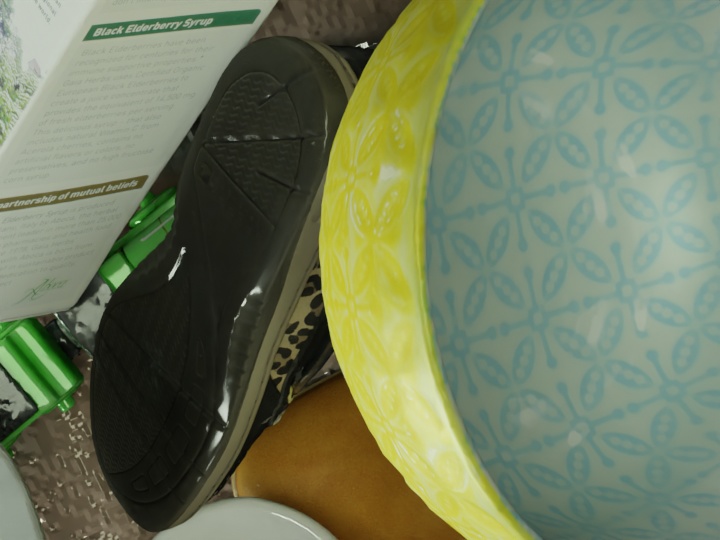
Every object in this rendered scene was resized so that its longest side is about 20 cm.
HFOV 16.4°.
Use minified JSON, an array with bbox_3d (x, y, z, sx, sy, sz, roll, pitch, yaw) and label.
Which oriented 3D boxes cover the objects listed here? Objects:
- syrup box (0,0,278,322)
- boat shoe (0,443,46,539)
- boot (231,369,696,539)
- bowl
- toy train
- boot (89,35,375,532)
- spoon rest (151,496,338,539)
[{"bbox_3d":[-0.095,-0.072,0.770,0.079,0.081,0.200,57,132,22],"label":"syrup box"},{"bbox_3d":[-0.116,0.143,0.834,0.069,0.057,0.200,-16,95,-14],"label":"boat shoe"},{"bbox_3d":[0.050,0.062,0.830,0.201,0.144,0.071,-12,96,3],"label":"boot"},{"bbox_3d":[0.054,-0.006,0.711,0.200,0.108,0.200,2,87,-42],"label":"bowl"},{"bbox_3d":[-0.079,0.003,0.871,0.200,0.056,0.042,-40,94,6],"label":"toy train"},{"bbox_3d":[0.000,0.000,0.835,0.073,0.151,0.200,48,132,32],"label":"boot"},{"bbox_3d":[-0.066,0.168,0.870,0.099,0.061,0.200,39,107,16],"label":"spoon rest"}]
